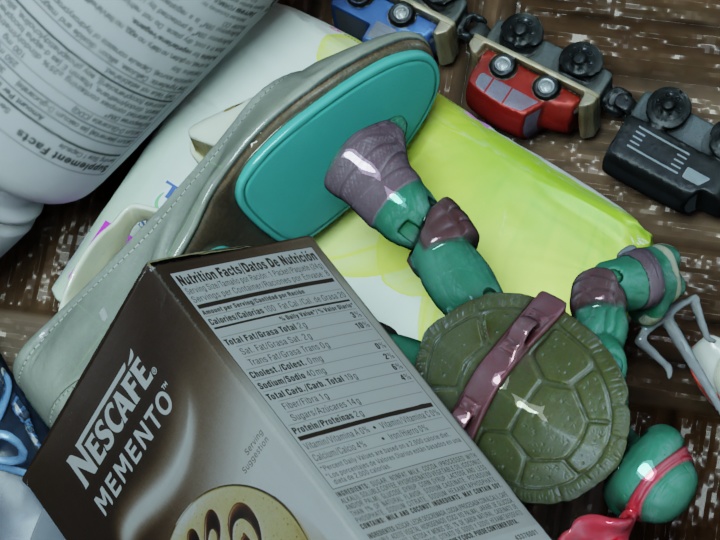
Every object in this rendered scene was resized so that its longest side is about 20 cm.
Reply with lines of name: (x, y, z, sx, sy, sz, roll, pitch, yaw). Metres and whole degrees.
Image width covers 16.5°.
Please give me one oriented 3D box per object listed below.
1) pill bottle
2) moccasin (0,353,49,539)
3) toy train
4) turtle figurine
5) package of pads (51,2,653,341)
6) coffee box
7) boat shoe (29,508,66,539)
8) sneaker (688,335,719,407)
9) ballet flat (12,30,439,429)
pill bottle: (-0.115, -0.098, 0.952, 0.200, 0.113, 0.114, -43, 71, 19)
moccasin: (-0.171, 0.061, 0.981, 0.080, 0.068, 0.200, -36, 74, -2)
toy train: (0.066, -0.075, 0.996, 0.200, 0.034, 0.046, 29, 75, 16)
turtle figurine: (0.058, 0.040, 0.871, 0.200, 0.101, 0.150, 37, 83, 18)
package of pads: (0.000, 0.000, 0.970, 0.200, 0.068, 0.155, 31, 82, 16)
coffee box: (-0.012, 0.099, 0.818, 0.200, 0.080, 0.113, 50, 128, 25)
boat shoe: (-0.085, 0.127, 0.908, 0.073, 0.066, 0.200, -15, 27, 22)
sneaker: (0.166, 0.067, 0.927, 0.093, 0.070, 0.201, 7, 73, 19)
ballet flat: (-0.055, -0.022, 0.919, 0.064, 0.067, 0.200, 36, 83, 35)
